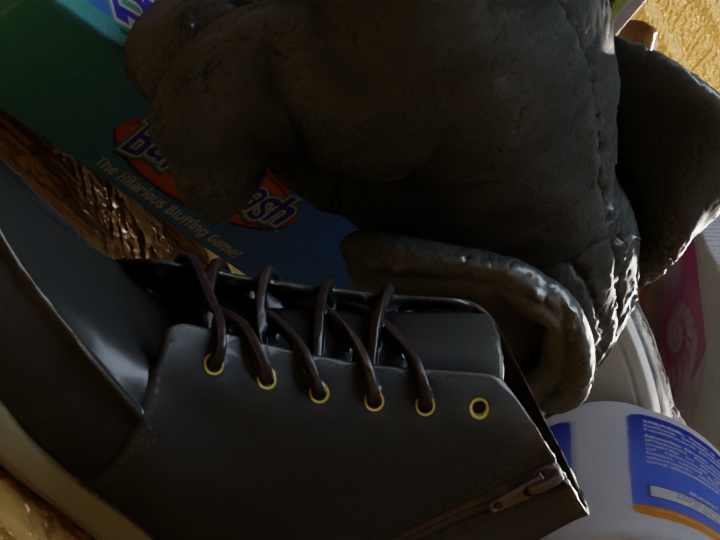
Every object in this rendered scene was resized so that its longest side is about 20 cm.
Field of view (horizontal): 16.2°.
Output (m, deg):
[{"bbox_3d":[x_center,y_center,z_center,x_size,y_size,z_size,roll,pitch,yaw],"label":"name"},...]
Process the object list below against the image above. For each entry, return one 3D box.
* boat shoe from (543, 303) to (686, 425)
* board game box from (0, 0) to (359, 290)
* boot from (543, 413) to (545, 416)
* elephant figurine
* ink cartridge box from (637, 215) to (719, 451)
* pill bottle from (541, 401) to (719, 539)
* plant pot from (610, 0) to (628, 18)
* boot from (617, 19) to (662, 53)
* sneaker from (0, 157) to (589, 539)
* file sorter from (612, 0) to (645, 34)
[{"bbox_3d":[0.111,0.090,1.033,0.060,0.074,0.202,-26,104,-49],"label":"boat shoe"},{"bbox_3d":[-0.060,-0.083,0.805,0.200,0.045,0.153,34,32,-45],"label":"board game box"},{"bbox_3d":[0.000,0.000,0.961,0.201,0.073,0.096,57,26,-11],"label":"boot"},{"bbox_3d":[0.039,-0.019,0.713,0.200,0.141,0.155,53,1,-23],"label":"elephant figurine"},{"bbox_3d":[0.150,0.061,1.218,0.200,0.043,0.198,-110,-153,-54],"label":"ink cartridge box"},{"bbox_3d":[0.089,0.113,0.896,0.112,0.112,0.200,57,10,-8],"label":"pill bottle"},{"bbox_3d":[0.061,-0.176,1.477,0.201,0.199,0.190,60,-3,8],"label":"plant pot"},{"bbox_3d":[0.112,-0.012,1.146,0.068,0.202,0.188,15,0,14],"label":"boot"},{"bbox_3d":[-0.030,0.016,0.613,0.200,0.106,0.075,51,12,-37],"label":"sneaker"},{"bbox_3d":[0.003,-0.154,1.044,0.199,0.125,0.139,25,28,-31],"label":"file sorter"}]
